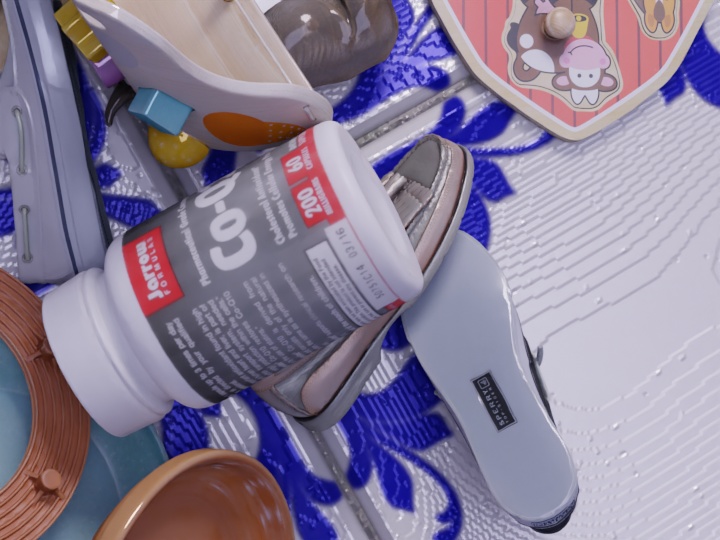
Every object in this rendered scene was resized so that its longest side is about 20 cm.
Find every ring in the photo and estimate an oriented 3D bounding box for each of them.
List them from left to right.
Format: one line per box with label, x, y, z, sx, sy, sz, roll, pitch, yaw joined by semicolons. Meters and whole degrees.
ring;-0.246;0.075;1.024;0.200;0.019;0.201;13;62;-26

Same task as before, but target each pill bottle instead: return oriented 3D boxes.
pill bottle;-0.075;0.008;1.038;0.199;0.114;0.114;-28;93;9

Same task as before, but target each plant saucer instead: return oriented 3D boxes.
plant saucer;-0.205;0.137;1.053;0.199;0.036;0.201;13;63;-26
plant saucer;-0.108;0.199;1.044;0.037;0.200;0.201;11;84;32

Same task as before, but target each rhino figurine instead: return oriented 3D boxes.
rhino figurine;-0.067;-0.135;1.109;0.199;0.060;0.088;-27;89;-8

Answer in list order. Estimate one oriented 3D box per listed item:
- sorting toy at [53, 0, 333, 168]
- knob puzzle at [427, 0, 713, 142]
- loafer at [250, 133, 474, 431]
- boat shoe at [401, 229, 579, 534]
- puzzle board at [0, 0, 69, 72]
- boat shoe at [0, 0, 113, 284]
sorting toy;-0.128;-0.155;0.999;0.107;0.180;0.200;-35;71;7
knob puzzle;0.139;-0.184;1.162;0.218;0.030;0.221;0;88;-11
loafer;0.000;0.000;1.102;0.063;0.072;0.201;31;85;-31
boat shoe;0.084;0.069;1.122;0.073;0.068;0.200;-29;68;1
puzzle board;-0.256;-0.165;1.097;0.151;0.017;0.200;39;81;-5
boat shoe;-0.196;-0.084;1.063;0.066;0.074;0.201;-11;102;-3
